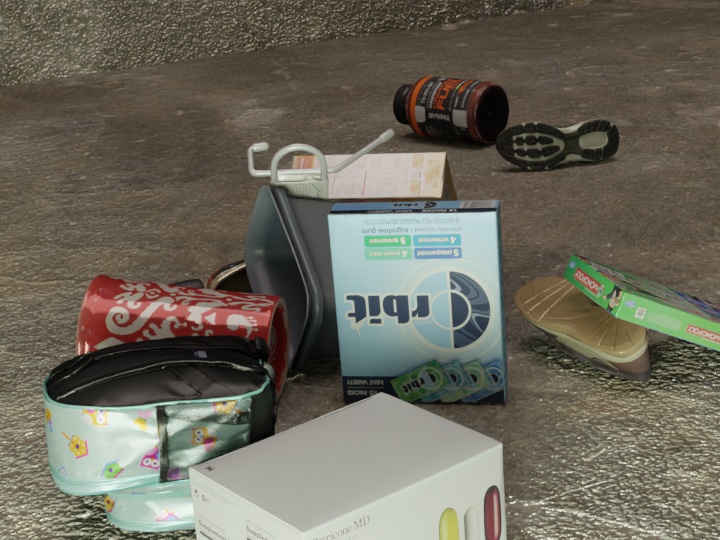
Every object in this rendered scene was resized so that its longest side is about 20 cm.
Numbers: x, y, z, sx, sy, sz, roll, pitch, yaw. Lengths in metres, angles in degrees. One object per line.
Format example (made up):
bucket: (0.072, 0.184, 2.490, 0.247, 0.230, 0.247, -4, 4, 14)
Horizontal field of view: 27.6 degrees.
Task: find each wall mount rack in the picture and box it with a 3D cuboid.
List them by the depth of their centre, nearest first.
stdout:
wall mount rack: (-0.044, -0.091, 1.712, 0.171, 0.201, 0.075, -3, 45, -4)

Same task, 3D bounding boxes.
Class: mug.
mug: (-0.176, 0.067, 1.542, 0.197, 0.135, 0.178, 2, 24, 10)

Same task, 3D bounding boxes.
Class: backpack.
backpack: (-0.178, 0.139, 1.285, 0.197, 0.155, 0.176, 3, 15, -10)

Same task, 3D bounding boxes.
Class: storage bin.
storage bin: (-0.038, 0.015, 1.637, 0.133, 0.146, 0.201, 0, 45, -23)

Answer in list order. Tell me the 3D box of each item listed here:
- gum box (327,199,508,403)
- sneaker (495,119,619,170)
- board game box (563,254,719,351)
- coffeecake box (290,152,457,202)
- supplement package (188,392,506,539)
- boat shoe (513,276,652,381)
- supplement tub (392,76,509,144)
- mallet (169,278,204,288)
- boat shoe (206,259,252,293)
gum box: (0.060, 0.032, 1.470, 0.168, 0.203, 0.045, -1, 19, 12)
sneaker: (0.308, -0.200, 2.344, 0.197, 0.078, 0.089, -2, 5, -9)
board game box: (0.323, 0.042, 1.518, 0.198, 0.029, 0.135, 18, 12, -20)
coffeecake box: (0.021, -0.075, 1.865, 0.197, 0.154, 0.074, 0, 57, 14)
supplement package: (-0.007, 0.193, 1.148, 0.198, 0.112, 0.155, -19, 23, -35)
boat shoe: (0.234, 0.064, 1.551, 0.072, 0.065, 0.199, -35, 31, -18)
supplement tub: (0.151, -0.279, 2.539, 0.198, 0.108, 0.106, 11, 24, 40)
mallet: (-0.182, 0.058, 1.724, 0.065, 0.042, 0.200, -18, 26, -26)
boat shoe: (-0.091, 0.003, 1.792, 0.197, 0.072, 0.063, -13, 1, -7)
